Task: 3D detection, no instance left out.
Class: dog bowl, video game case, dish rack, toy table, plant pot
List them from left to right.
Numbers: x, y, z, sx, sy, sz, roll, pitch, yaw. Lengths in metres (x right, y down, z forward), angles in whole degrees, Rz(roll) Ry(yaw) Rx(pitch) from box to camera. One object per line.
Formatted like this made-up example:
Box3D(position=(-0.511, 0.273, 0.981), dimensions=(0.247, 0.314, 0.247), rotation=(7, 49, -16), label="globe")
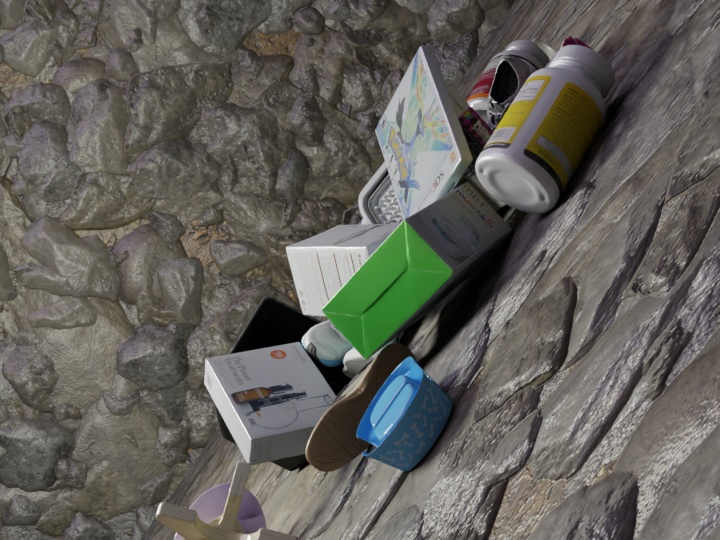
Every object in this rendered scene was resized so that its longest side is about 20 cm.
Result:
Box3D(position=(-0.182, 0.362, 1.512), dimensions=(0.117, 0.183, 0.200), rotation=(110, 163, -55), label="toy table")
Box3D(position=(-0.120, 0.201, 1.820), dimensions=(0.200, 0.199, 0.178), rotation=(-61, -5, -46), label="plant pot")
Box3D(position=(0.050, 0.162, 1.273), dimensions=(0.112, 0.050, 0.200), rotation=(-55, 5, 1), label="dog bowl")
Box3D(position=(0.090, -0.073, 1.709), dimensions=(0.043, 0.200, 0.172), rotation=(-23, -16, -37), label="dish rack")
Box3D(position=(0.083, -0.175, 1.576), dimensions=(0.182, 0.022, 0.200), rotation=(121, 141, -50), label="video game case")
Box3D(position=(0.146, -0.159, 1.654), dimensions=(0.036, 0.181, 0.200), rotation=(-43, 1, -21), label="video game case")

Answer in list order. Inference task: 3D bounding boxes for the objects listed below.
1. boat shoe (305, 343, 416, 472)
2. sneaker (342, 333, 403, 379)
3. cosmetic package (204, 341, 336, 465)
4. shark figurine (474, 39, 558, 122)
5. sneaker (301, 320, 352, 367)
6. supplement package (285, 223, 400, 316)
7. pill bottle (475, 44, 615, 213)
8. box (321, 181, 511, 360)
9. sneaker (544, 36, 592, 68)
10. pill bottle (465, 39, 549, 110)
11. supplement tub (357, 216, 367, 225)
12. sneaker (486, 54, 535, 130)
Box3D(position=(-0.001, 0.182, 1.495), dimensions=(0.200, 0.072, 0.065), rotation=(-53, 0, -19), label="boat shoe")
Box3D(position=(0.028, 0.099, 1.654), dimensions=(0.118, 0.074, 0.200), rotation=(-62, 5, -13), label="sneaker")
Box3D(position=(-0.121, 0.185, 1.628), dimensions=(0.200, 0.151, 0.052), rotation=(50, 139, 50), label="cosmetic package")
Box3D(position=(0.257, -0.253, 1.791), dimensions=(0.214, 0.128, 0.090), rotation=(-37, 27, 28), label="shark figurine")
Box3D(position=(-0.011, 0.085, 1.765), dimensions=(0.200, 0.075, 0.087), rotation=(-20, -28, -52), label="sneaker")
Box3D(position=(0.000, 0.000, 1.724), dimensions=(0.117, 0.118, 0.200), rotation=(-23, 16, -37), label="supplement package")
Box3D(position=(0.234, -0.178, 1.403), dimensions=(0.200, 0.111, 0.111), rotation=(-57, 6, -19), label="pill bottle")
Box3D(position=(0.076, 0.001, 1.492), dimensions=(0.200, 0.097, 0.176), rotation=(-47, -8, 38), label="box")
Box3D(position=(0.280, -0.249, 1.645), dimensions=(0.200, 0.081, 0.088), rotation=(-52, -2, -40), label="sneaker")
Box3D(position=(0.252, -0.301, 1.945), dimensions=(0.200, 0.113, 0.113), rotation=(-58, 7, -37), label="pill bottle")
Box3D(position=(0.041, -0.018, 1.885), dimensions=(0.200, 0.145, 0.145), rotation=(-50, 7, 40), label="supplement tub")
Box3D(position=(0.209, -0.225, 1.693), dimensions=(0.082, 0.075, 0.200), rotation=(20, -107, -57), label="sneaker")
